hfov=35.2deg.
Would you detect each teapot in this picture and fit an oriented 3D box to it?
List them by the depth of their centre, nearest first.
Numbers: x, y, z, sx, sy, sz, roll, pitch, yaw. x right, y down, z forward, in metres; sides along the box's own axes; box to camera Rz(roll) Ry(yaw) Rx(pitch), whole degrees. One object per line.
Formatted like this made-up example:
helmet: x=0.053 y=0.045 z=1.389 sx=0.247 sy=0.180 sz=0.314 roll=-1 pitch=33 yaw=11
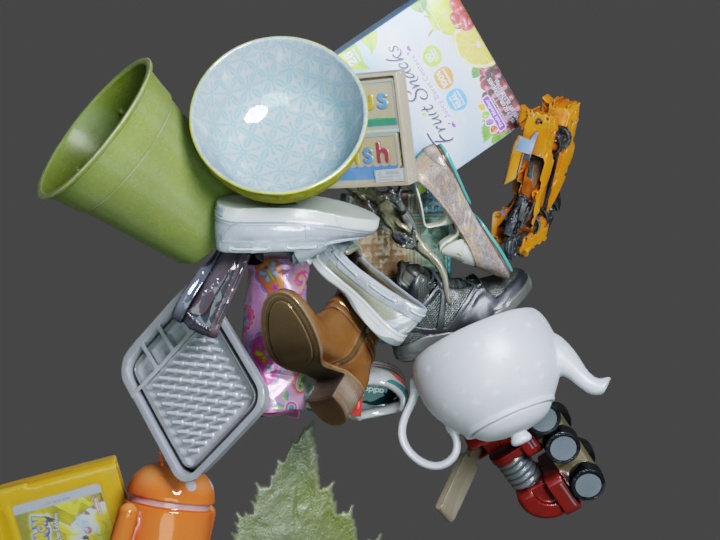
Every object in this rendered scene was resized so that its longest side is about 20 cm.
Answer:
teapot: x=0.164 y=0.147 z=1.395 sx=0.196 sy=0.200 sz=0.147 roll=-12 pitch=72 yaw=-34

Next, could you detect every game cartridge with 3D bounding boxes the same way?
game cartridge: x=-0.390 y=0.347 z=1.464 sx=0.198 sy=0.032 sz=0.178 roll=-15 pitch=104 yaw=-7

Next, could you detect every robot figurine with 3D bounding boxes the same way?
robot figurine: x=0.216 y=-0.112 z=1.416 sx=0.058 sy=0.145 sz=0.202 roll=25 pitch=118 yaw=25
robot figurine: x=-0.246 y=0.328 z=1.427 sx=0.143 sy=0.117 sz=0.202 roll=11 pitch=82 yaw=-18

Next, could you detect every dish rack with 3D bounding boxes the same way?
dish rack: x=-0.196 y=0.137 z=1.383 sx=0.172 sy=0.201 sz=0.043 roll=-46 pitch=149 yaw=18

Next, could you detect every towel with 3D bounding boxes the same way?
towel: x=0.047 y=-0.003 z=1.464 sx=0.145 sy=0.022 sz=0.202 roll=-4 pitch=102 yaw=-9

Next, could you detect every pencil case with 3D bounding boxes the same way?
pencil case: x=-0.103 y=0.082 z=1.403 sx=0.087 sy=0.087 sz=0.202 roll=2 pitch=85 yaw=-9

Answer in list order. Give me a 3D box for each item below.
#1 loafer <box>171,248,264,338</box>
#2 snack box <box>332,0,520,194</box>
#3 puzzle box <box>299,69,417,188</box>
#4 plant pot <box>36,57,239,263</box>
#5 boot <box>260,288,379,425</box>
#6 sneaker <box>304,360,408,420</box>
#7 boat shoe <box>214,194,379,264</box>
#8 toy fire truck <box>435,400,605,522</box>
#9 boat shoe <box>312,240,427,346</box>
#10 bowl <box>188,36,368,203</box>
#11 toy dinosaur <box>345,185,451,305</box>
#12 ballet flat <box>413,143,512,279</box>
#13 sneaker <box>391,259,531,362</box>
loafer: x=-0.146 y=-0.010 z=1.358 sx=0.063 sy=0.072 sz=0.201 roll=34 pitch=74 yaw=1
snack box: x=0.082 y=-0.224 z=1.397 sx=0.168 sy=0.068 sz=0.201 roll=-33 pitch=104 yaw=-4
puzzle box: x=-0.031 y=-0.165 z=1.356 sx=0.198 sy=0.025 sz=0.134 roll=-1 pitch=104 yaw=29
plant pot: x=-0.240 y=-0.107 z=1.324 sx=0.190 sy=0.200 sz=0.200 roll=40 pitch=94 yaw=-26
boot: x=-0.038 y=0.066 z=1.366 sx=0.076 sy=0.156 sz=0.201 roll=-14 pitch=121 yaw=33
sneaker: x=-0.032 y=0.151 z=1.447 sx=0.198 sy=0.093 sz=0.071 roll=5 pitch=101 yaw=-10
boat shoe: x=-0.076 y=-0.045 z=1.321 sx=0.199 sy=0.070 sz=0.072 roll=2 pitch=112 yaw=-22
toy fire truck: x=0.202 y=0.266 z=1.505 sx=0.199 sy=0.129 sz=0.177 roll=-33 pitch=106 yaw=11
boat shoe: x=0.000 y=0.001 z=1.394 sx=0.065 sy=0.074 sz=0.202 roll=-46 pitch=68 yaw=17
bowl: x=-0.091 y=-0.155 z=1.301 sx=0.198 sy=0.108 sz=0.202 roll=0 pitch=69 yaw=-1
toy dinosaur: x=0.052 y=-0.051 z=1.369 sx=0.047 sy=0.088 sz=0.200 roll=-36 pitch=72 yaw=-4
ballet flat: x=0.113 y=-0.060 z=1.384 sx=0.067 sy=0.068 sz=0.201 roll=-32 pitch=108 yaw=-1
sneaker: x=0.116 y=0.026 z=1.432 sx=0.198 sy=0.076 sz=0.115 roll=-23 pitch=110 yaw=1
